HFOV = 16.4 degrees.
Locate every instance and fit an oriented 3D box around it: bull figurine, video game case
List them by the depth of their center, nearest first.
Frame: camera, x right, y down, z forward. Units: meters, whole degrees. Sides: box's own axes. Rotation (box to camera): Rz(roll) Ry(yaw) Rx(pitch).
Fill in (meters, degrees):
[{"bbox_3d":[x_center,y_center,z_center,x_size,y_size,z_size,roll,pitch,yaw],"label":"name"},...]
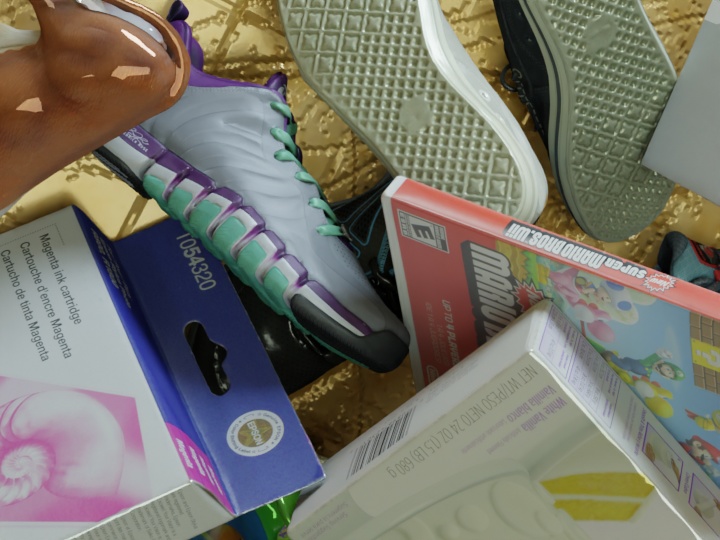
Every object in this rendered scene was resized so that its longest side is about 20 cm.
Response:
[{"bbox_3d":[0.103,0.042,1.102,0.017,0.200,0.143,-50,147,-32],"label":"video game case"},{"bbox_3d":[-0.174,-0.075,1.130,0.200,0.065,0.122,-30,95,11],"label":"bull figurine"}]

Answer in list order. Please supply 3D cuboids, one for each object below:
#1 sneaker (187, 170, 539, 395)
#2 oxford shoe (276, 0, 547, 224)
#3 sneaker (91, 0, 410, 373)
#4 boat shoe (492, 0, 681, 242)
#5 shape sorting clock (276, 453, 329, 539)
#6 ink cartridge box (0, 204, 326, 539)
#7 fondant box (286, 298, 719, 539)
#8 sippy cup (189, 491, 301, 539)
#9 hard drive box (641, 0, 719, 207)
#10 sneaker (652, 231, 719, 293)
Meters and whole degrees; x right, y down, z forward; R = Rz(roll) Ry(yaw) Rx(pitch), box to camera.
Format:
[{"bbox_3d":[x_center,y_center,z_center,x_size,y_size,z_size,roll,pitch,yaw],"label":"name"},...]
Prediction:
[{"bbox_3d":[0.000,0.000,1.204,0.200,0.082,0.073,-39,111,1],"label":"sneaker"},{"bbox_3d":[0.022,-0.088,1.164,0.075,0.058,0.200,-38,69,13],"label":"oxford shoe"},{"bbox_3d":[-0.041,-0.041,1.156,0.200,0.074,0.088,40,85,11],"label":"sneaker"},{"bbox_3d":[0.107,-0.103,1.215,0.074,0.062,0.200,-28,124,-10],"label":"boat shoe"},{"bbox_3d":[-0.054,0.181,1.251,0.199,0.039,0.201,-1,104,-3],"label":"shape sorting clock"},{"bbox_3d":[-0.141,0.057,1.129,0.199,0.197,0.043,-25,136,-6],"label":"ink cartridge box"},{"bbox_3d":[0.088,0.133,1.090,0.144,0.058,0.200,-38,102,22],"label":"fondant box"},{"bbox_3d":[-0.108,0.157,1.154,0.139,0.130,0.178,23,104,-4],"label":"sippy cup"},{"bbox_3d":[0.260,-0.083,1.221,0.200,0.077,0.156,19,99,-33],"label":"hard drive box"},{"bbox_3d":[0.183,0.024,1.255,0.199,0.079,0.096,-16,105,-9],"label":"sneaker"}]
